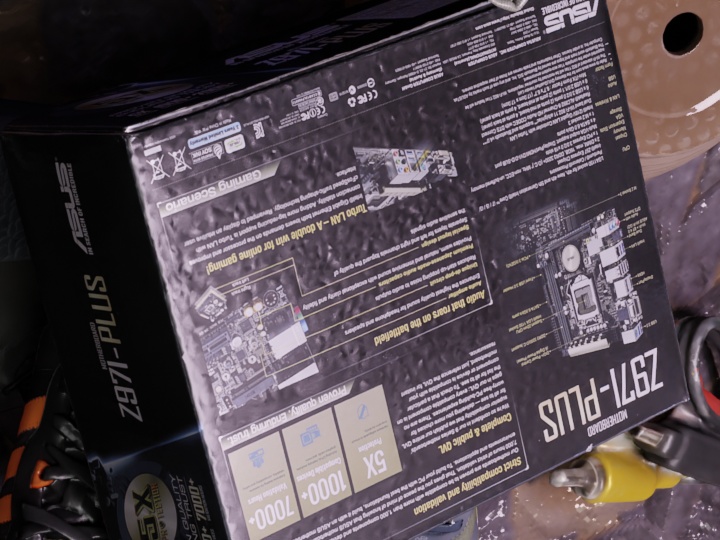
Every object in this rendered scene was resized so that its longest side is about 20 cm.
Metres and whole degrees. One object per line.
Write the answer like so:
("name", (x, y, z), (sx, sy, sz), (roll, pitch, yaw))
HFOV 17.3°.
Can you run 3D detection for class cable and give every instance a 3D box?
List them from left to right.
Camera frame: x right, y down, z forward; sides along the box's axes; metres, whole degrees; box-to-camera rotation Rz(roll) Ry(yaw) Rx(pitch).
("cable", (0.165, 0.079, 1.090), (0.200, 0.050, 0.097), (26, 85, -46))

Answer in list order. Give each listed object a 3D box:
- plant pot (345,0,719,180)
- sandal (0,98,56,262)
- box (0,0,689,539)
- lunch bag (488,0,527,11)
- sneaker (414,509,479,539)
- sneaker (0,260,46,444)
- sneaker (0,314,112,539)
("plant pot", (0.103, -0.108, 0.917), (0.200, 0.093, 0.201), (-11, 119, -21))
("sandal", (-0.096, -0.034, 0.869), (0.200, 0.043, 0.076), (12, 109, -52))
("box", (0.000, 0.000, 0.806), (0.200, 0.086, 0.164), (-23, 106, -32))
("lunch bag", (0.040, -0.213, 0.786), (0.117, 0.164, 0.200), (31, 100, -35))
("sneaker", (0.018, 0.056, 0.928), (0.074, 0.081, 0.200), (-3, 91, -10))
("sneaker", (-0.099, 0.058, 0.908), (0.076, 0.091, 0.200), (-38, 124, 0))
("sneaker", (-0.094, 0.084, 0.829), (0.070, 0.090, 0.200), (16, 107, -2))
